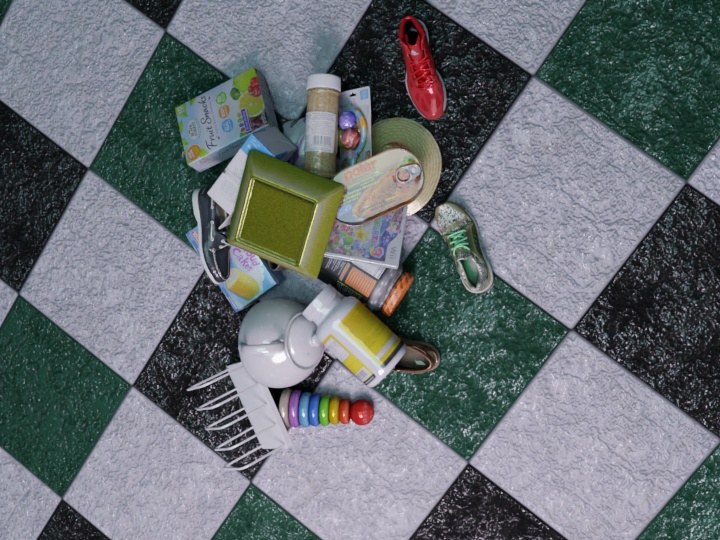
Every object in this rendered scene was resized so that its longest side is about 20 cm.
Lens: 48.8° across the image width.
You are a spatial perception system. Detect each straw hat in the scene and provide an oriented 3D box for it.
[{"bbox_3d":[0.065,-0.204,1.580,0.199,0.085,0.203,2,98,14],"label":"straw hat"}]

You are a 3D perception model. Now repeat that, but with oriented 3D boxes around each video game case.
[{"bbox_3d":[-0.013,-0.089,1.556,0.198,0.018,0.145,10,74,1],"label":"video game case"}]

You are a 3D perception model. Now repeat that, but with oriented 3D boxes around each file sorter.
[{"bbox_3d":[-0.260,0.308,1.677,0.138,0.124,0.201,-22,93,58],"label":"file sorter"}]

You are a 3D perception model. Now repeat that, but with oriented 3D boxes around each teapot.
[{"bbox_3d":[-0.143,0.145,1.609,0.145,0.201,0.198,-6,133,38],"label":"teapot"}]

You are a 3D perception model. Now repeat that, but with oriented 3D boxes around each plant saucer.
[{"bbox_3d":[-0.153,-0.099,1.495,0.199,0.048,0.201,22,113,9],"label":"plant saucer"}]

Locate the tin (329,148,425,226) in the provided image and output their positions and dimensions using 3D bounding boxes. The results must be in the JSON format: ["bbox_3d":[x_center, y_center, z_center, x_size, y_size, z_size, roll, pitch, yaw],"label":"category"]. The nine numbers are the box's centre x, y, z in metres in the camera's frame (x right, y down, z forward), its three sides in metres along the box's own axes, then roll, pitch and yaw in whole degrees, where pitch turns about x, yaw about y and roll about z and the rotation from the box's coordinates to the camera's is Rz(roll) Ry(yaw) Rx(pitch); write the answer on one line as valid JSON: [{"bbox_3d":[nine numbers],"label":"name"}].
[{"bbox_3d":[0.027,-0.160,1.522,0.199,0.042,0.113,-23,98,4],"label":"tin"}]

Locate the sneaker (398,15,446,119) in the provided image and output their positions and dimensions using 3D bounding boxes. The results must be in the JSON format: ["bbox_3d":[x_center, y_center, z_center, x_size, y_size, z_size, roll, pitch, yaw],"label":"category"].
[{"bbox_3d":[0.109,-0.391,1.529,0.078,0.115,0.202,-19,93,15],"label":"sneaker"}]

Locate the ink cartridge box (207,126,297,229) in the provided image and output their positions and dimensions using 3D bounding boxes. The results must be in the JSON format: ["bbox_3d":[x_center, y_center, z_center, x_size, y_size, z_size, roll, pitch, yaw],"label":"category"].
[{"bbox_3d":[-0.226,-0.184,1.578,0.068,0.116,0.200,43,114,2],"label":"ink cartridge box"}]

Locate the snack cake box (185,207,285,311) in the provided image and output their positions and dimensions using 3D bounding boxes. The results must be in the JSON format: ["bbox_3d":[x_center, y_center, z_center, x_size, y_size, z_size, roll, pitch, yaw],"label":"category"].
[{"bbox_3d":[-0.264,-0.029,1.693,0.115,0.067,0.201,-34,88,16],"label":"snack cake box"}]

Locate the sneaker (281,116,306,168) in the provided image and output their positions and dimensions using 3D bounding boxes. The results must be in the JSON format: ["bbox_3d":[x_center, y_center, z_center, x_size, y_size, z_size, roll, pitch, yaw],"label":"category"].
[{"bbox_3d":[-0.133,-0.217,1.638,0.139,0.078,0.202,1,88,15],"label":"sneaker"}]

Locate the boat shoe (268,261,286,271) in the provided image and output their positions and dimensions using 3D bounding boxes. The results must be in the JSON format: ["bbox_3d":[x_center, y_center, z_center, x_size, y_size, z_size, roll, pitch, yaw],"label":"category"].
[{"bbox_3d":[-0.167,-0.094,1.640,0.066,0.057,0.202,13,116,38],"label":"boat shoe"}]

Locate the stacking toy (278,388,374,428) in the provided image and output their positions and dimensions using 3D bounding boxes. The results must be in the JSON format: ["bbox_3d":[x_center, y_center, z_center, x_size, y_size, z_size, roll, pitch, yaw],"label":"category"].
[{"bbox_3d":[-0.070,0.296,1.685,0.198,0.085,0.086,1,97,9],"label":"stacking toy"}]

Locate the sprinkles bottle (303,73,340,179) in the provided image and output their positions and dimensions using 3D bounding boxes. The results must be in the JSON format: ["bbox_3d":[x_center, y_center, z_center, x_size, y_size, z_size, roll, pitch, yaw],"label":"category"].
[{"bbox_3d":[-0.076,-0.279,1.553,0.068,0.068,0.202,3,89,13],"label":"sprinkles bottle"}]

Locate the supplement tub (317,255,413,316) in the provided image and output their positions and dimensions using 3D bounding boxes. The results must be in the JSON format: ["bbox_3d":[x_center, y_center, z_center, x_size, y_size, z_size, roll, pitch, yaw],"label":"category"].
[{"bbox_3d":[0.000,0.000,1.604,0.199,0.123,0.123,33,103,7],"label":"supplement tub"}]

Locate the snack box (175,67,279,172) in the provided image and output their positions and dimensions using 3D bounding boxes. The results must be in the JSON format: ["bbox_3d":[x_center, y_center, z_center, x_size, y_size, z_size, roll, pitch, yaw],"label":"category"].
[{"bbox_3d":[-0.277,-0.311,1.644,0.199,0.053,0.143,-22,68,16],"label":"snack box"}]

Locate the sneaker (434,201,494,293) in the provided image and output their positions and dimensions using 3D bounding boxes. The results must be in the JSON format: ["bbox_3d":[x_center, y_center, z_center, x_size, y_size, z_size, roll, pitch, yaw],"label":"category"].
[{"bbox_3d":[0.205,-0.045,1.565,0.076,0.089,0.201,-27,90,16],"label":"sneaker"}]

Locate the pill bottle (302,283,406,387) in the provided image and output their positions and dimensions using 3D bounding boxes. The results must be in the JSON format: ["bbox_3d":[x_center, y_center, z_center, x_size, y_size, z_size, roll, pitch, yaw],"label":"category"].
[{"bbox_3d":[-0.015,0.123,1.549,0.200,0.112,0.112,43,105,1],"label":"pill bottle"}]

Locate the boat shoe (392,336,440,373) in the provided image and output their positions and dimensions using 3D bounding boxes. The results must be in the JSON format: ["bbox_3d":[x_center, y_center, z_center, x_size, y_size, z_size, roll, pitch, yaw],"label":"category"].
[{"bbox_3d":[0.063,0.171,1.636,0.198,0.072,0.077,4,98,13],"label":"boat shoe"}]

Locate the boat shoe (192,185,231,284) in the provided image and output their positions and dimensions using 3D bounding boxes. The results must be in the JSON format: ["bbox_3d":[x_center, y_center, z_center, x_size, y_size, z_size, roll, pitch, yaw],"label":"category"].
[{"bbox_3d":[-0.293,-0.074,1.622,0.060,0.076,0.202,-12,94,20],"label":"boat shoe"}]

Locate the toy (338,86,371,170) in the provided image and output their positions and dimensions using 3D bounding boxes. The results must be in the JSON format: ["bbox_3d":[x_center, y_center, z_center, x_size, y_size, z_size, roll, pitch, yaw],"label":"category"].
[{"bbox_3d":[-0.024,-0.258,1.583,0.115,0.047,0.202,6,103,54],"label":"toy"}]
